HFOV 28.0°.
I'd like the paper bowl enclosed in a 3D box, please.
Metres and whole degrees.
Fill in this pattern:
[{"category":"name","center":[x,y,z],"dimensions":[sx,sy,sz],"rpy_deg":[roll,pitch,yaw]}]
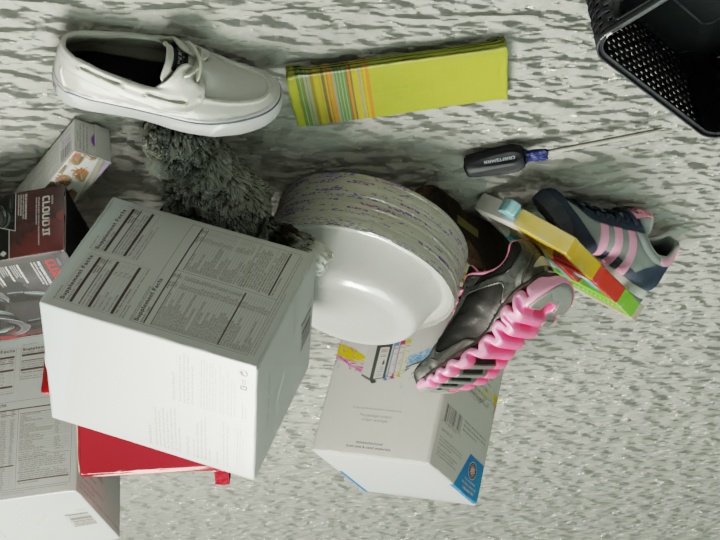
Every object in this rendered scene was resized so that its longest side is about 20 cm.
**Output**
[{"category":"paper bowl","center":[0.000,0.000,1.433],"dimensions":[0.199,0.105,0.201],"rpy_deg":[14,153,7]}]

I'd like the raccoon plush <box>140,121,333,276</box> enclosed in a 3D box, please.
[{"category":"raccoon plush","center":[-0.112,-0.085,1.316],"dimensions":[0.199,0.097,0.134],"rpy_deg":[16,150,11]}]

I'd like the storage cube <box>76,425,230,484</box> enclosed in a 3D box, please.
[{"category":"storage cube","center":[-0.206,0.131,1.551],"dimensions":[0.178,0.202,0.171],"rpy_deg":[-2,173,-3]}]

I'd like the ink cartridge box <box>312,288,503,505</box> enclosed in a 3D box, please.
[{"category":"ink cartridge box","center":[0.060,0.134,1.594],"dimensions":[0.144,0.201,0.147],"rpy_deg":[2,155,29]}]

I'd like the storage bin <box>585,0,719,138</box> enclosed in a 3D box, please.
[{"category":"storage bin","center":[0.291,-0.211,1.204],"dimensions":[0.135,0.094,0.199],"rpy_deg":[-29,140,34]}]

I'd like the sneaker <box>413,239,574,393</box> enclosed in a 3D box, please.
[{"category":"sneaker","center":[0.123,0.046,1.456],"dimensions":[0.200,0.096,0.079],"rpy_deg":[-42,149,24]}]

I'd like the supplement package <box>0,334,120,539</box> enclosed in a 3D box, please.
[{"category":"supplement package","center":[-0.367,0.198,1.658],"dimensions":[0.149,0.201,0.152],"rpy_deg":[-9,148,6]}]

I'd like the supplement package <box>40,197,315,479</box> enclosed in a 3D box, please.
[{"category":"supplement package","center":[-0.160,0.059,1.299],"dimensions":[0.199,0.151,0.152],"rpy_deg":[16,134,10]}]

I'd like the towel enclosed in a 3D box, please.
[{"category":"towel","center":[0.034,-0.169,1.307],"dimensions":[0.198,0.018,0.086],"rpy_deg":[-8,154,2]}]

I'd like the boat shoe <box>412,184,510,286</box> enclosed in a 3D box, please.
[{"category":"boat shoe","center":[0.097,-0.021,1.513],"dimensions":[0.076,0.072,0.200],"rpy_deg":[-20,135,34]}]

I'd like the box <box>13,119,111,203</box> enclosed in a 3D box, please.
[{"category":"box","center":[-0.300,-0.073,1.386],"dimensions":[0.039,0.042,0.200],"rpy_deg":[16,141,-32]}]

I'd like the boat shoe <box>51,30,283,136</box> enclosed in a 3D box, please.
[{"category":"boat shoe","center":[-0.161,-0.168,1.232],"dimensions":[0.198,0.072,0.066],"rpy_deg":[10,151,-9]}]

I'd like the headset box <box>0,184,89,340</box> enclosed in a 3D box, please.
[{"category":"headset box","center":[-0.337,-0.001,1.383],"dimensions":[0.198,0.078,0.149],"rpy_deg":[-8,150,3]}]

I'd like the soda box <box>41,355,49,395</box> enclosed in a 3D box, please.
[{"category":"soda box","center":[-0.210,0.102,1.434],"dimensions":[0.198,0.064,0.070],"rpy_deg":[4,171,-1]}]

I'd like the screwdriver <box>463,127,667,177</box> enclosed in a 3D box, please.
[{"category":"screwdriver","center":[0.198,-0.115,1.399],"dimensions":[0.198,0.029,0.028],"rpy_deg":[-6,149,11]}]

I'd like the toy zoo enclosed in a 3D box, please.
[{"category":"toy zoo","center":[0.198,-0.020,1.483],"dimensions":[0.021,0.131,0.200],"rpy_deg":[-56,138,-3]}]

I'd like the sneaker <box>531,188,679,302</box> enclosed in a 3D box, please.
[{"category":"sneaker","center":[0.258,-0.046,1.510],"dimensions":[0.082,0.070,0.200],"rpy_deg":[-47,131,10]}]
